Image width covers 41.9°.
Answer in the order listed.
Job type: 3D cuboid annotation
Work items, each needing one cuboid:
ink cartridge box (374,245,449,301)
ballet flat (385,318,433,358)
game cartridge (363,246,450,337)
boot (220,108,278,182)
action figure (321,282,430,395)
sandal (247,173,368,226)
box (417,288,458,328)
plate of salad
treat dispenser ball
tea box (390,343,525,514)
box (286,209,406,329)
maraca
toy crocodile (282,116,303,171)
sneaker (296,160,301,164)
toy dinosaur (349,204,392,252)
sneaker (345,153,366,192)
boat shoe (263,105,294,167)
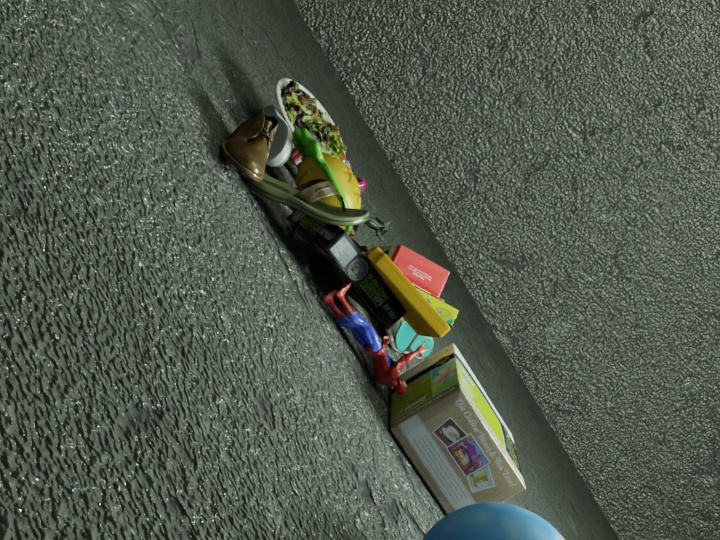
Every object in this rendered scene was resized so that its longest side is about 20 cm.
[{"bbox_3d":[0.094,0.005,1.832,0.116,0.068,0.200,28,-7,-16],"label":"ink cartridge box"},{"bbox_3d":[0.081,0.124,1.806,0.072,0.071,0.200,64,9,27],"label":"ballet flat"},{"bbox_3d":[0.067,0.036,1.560,0.177,0.032,0.200,49,-8,-3],"label":"game cartridge"},{"bbox_3d":[-0.164,-0.198,1.445,0.073,0.076,0.200,37,17,-21],"label":"boot"},{"bbox_3d":[0.032,0.101,1.507,0.065,0.099,0.201,-20,-78,55],"label":"action figure"},{"bbox_3d":[-0.077,-0.119,1.468,0.199,0.058,0.080,21,14,-11],"label":"sandal"},{"bbox_3d":[0.110,0.071,1.791,0.117,0.049,0.200,28,-6,-8],"label":"box"},{"bbox_3d":[-0.085,-0.284,1.782,0.200,0.048,0.201,43,29,-31],"label":"plate of salad"},{"bbox_3d":[0.149,0.360,1.037,0.202,0.200,0.201,56,11,-16],"label":"treat dispenser ball"},{"bbox_3d":[0.153,0.261,1.521,0.201,0.133,0.197,57,10,-11],"label":"tea box"},{"bbox_3d":[-0.023,-0.008,1.552,0.200,0.044,0.160,53,-9,-34],"label":"box"},{"bbox_3d":[-0.065,-0.157,1.647,0.201,0.106,0.137,65,-18,-16],"label":"maraca"},{"bbox_3d":[-0.103,-0.201,1.798,0.201,0.067,0.062,57,11,-10],"label":"toy crocodile"},{"bbox_3d":[-0.105,-0.249,1.901,0.200,0.078,0.080,58,10,-52],"label":"sneaker"},{"bbox_3d":[-0.024,-0.093,1.882,0.136,0.102,0.201,41,33,-13],"label":"toy dinosaur"},{"bbox_3d":[-0.065,-0.243,2.075,0.201,0.074,0.081,54,11,-23],"label":"sneaker"},{"bbox_3d":[-0.146,-0.226,1.679,0.070,0.071,0.200,49,8,-31],"label":"boat shoe"}]
